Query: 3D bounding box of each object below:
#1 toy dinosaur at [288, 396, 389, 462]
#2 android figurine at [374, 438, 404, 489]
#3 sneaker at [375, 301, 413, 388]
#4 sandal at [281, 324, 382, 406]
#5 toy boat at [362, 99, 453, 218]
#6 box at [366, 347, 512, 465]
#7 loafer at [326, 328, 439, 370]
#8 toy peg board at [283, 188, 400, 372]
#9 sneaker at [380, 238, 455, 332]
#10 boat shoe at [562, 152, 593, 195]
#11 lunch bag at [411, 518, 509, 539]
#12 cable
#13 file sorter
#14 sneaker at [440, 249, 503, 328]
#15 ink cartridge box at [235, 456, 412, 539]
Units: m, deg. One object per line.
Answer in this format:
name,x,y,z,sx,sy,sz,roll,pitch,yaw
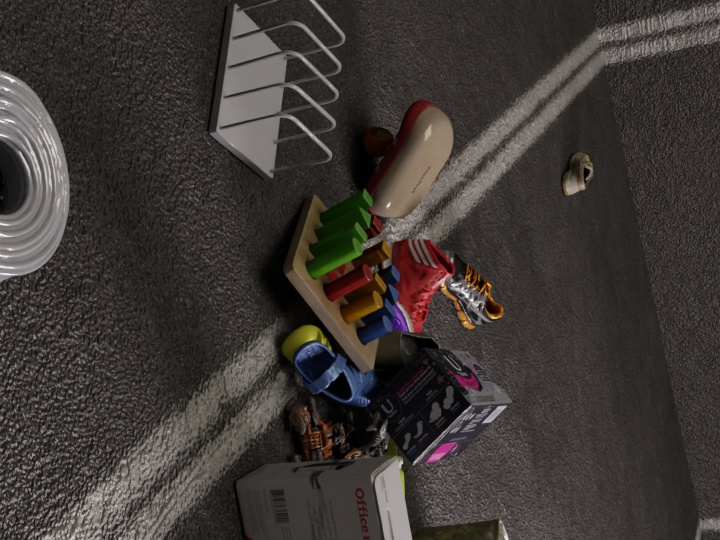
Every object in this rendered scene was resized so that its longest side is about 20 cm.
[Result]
toy dinosaur,-0.036,0.261,1.542,0.136,0.102,0.201,-39,135,-35
android figurine,0.043,0.336,1.640,0.182,0.041,0.202,92,-2,-70
sneaker,0.040,0.139,1.715,0.099,0.069,0.202,-26,106,-59
sandal,-0.033,0.155,1.539,0.200,0.079,0.087,34,17,-47
toy boat,0.058,-0.192,1.786,0.201,0.131,0.130,-57,155,14
box,0.121,0.197,1.624,0.115,0.132,0.200,48,15,20
loafer,0.035,0.114,1.642,0.199,0.070,0.076,0,77,-31
toy peg board,0.000,0.000,1.559,0.200,0.097,0.201,53,25,-23
sneaker,0.100,0.045,1.804,0.078,0.115,0.202,-18,99,-62
boat shoe,0.581,-0.256,2.863,0.200,0.064,0.073,-50,127,-55
lunch bag,0.175,0.517,1.775,0.118,0.163,0.201,-66,139,-54
cable,-0.352,-0.088,1.017,0.200,0.069,0.201,48,42,-47
file sorter,-0.105,-0.251,1.476,0.139,0.124,0.202,38,51,-53
sneaker,0.205,0.030,2.055,0.200,0.077,0.079,54,40,-40
ink cartridge box,-0.042,0.318,1.368,0.083,0.198,0.148,-19,100,-63
